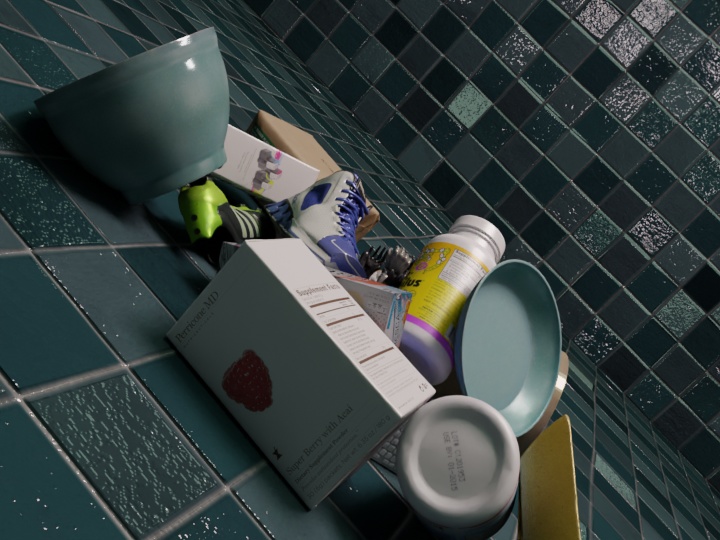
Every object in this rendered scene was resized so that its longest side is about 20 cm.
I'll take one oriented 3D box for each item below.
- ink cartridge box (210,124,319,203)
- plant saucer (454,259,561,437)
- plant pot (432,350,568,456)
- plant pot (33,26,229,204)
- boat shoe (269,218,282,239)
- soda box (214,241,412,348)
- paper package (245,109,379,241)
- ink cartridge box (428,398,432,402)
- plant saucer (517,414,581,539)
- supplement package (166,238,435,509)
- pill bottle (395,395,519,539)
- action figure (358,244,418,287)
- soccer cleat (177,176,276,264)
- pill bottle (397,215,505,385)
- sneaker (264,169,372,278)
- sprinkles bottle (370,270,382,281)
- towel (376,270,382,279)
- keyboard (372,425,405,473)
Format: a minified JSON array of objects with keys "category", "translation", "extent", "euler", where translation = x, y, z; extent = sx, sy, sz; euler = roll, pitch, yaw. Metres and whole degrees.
[{"category":"ink cartridge box","translation":[-0.136,-0.134,1.135],"extent":[0.198,0.069,0.115],"euler":[25,0,-30]},{"category":"plant saucer","translation":[0.165,0.089,0.967],"extent":[0.036,0.203,0.199],"euler":[0,-25,45]},{"category":"plant pot","translation":[0.138,0.134,1.098],"extent":[0.198,0.189,0.187],"euler":[33,14,-3]},{"category":"plant pot","translation":[-0.218,-0.153,0.881],"extent":[0.201,0.197,0.136],"euler":[-90,158,-72]},{"category":"boat shoe","translation":[-0.075,-0.037,1.177],"extent":[0.076,0.060,0.199],"euler":[48,13,19]},{"category":"soda box","translation":[-0.051,0.028,0.852],"extent":[0.197,0.070,0.063],"euler":[16,4,20]},{"category":"paper package","translation":[-0.092,-0.135,1.335],"extent":[0.201,0.103,0.190],"euler":[50,14,20]},{"category":"ink cartridge box","translation":[0.053,0.153,0.925],"extent":[0.201,0.044,0.094],"euler":[54,8,-31]},{"category":"plant saucer","translation":[0.168,0.267,0.756],"extent":[0.202,0.048,0.202],"euler":[80,12,-46]},{"category":"supplement package","translation":[-0.051,0.084,0.753],"extent":[0.200,0.121,0.120],"euler":[47,16,12]},{"category":"pill bottle","translation":[0.094,0.196,0.786],"extent":[0.109,0.108,0.201],"euler":[50,-9,23]},{"category":"action figure","translation":[0.000,0.000,1.034],"extent":[0.118,0.103,0.199],"euler":[27,17,18]},{"category":"soccer cleat","translation":[-0.153,-0.042,0.981],"extent":[0.200,0.066,0.082],"euler":[33,45,-68]},{"category":"pill bottle","translation":[0.100,0.029,1.000],"extent":[0.103,0.201,0.105],"euler":[25,-32,17]},{"category":"sneaker","translation":[-0.032,-0.060,0.971],"extent":[0.081,0.115,0.199],"euler":[57,-7,-35]},{"category":"sprinkles bottle","translation":[-0.023,0.013,1.167],"extent":[0.068,0.068,0.199],"euler":[51,15,29]},{"category":"towel","translation":[0.111,0.073,1.201],"extent":[0.145,0.024,0.201],"euler":[10,-33,29]},{"category":"keyboard","translation":[0.034,0.177,0.870],"extent":[0.199,0.056,0.011],"euler":[37,18,-29]}]
